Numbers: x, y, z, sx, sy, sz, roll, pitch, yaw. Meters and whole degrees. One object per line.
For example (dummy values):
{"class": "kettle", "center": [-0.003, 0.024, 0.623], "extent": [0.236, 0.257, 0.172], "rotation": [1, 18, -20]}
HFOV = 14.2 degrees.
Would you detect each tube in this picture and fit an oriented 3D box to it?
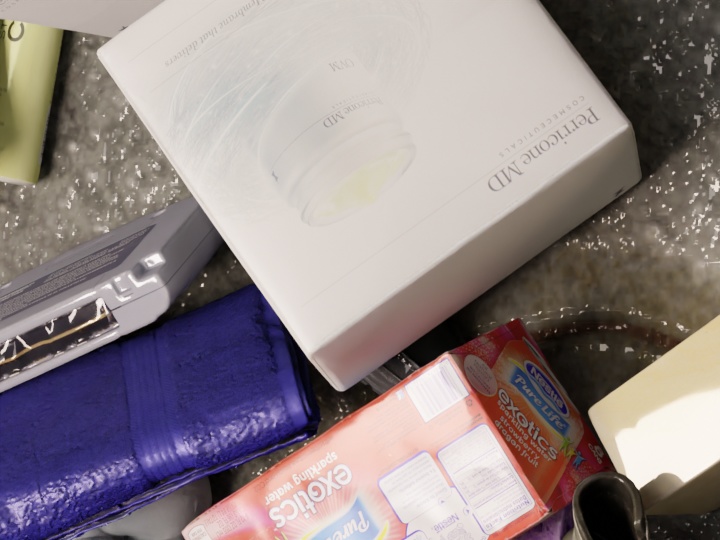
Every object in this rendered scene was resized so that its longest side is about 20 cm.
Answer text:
{"class": "tube", "center": [-0.208, -0.153, 1.780], "extent": [0.058, 0.052, 0.200], "rotation": [10, 88, 7]}

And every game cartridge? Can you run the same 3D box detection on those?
{"class": "game cartridge", "center": [-0.172, 0.020, 1.690], "extent": [0.200, 0.133, 0.041], "rotation": [-24, 108, 25]}

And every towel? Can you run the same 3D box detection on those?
{"class": "towel", "center": [-0.123, 0.086, 1.626], "extent": [0.200, 0.050, 0.148], "rotation": [-21, 28, 3]}

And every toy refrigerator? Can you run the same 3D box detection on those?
{"class": "toy refrigerator", "center": [0.217, 0.042, 1.451], "extent": [0.200, 0.076, 0.070], "rotation": [-38, 66, 28]}

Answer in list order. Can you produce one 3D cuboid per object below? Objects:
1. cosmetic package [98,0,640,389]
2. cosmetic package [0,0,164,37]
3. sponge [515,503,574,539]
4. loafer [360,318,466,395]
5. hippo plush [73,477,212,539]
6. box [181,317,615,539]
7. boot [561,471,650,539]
{"class": "cosmetic package", "center": [0.007, -0.080, 1.509], "extent": [0.199, 0.123, 0.200], "rotation": [-36, 77, 0]}
{"class": "cosmetic package", "center": [-0.115, -0.232, 1.627], "extent": [0.199, 0.200, 0.123], "rotation": [-33, 69, 29]}
{"class": "sponge", "center": [0.063, 0.195, 1.575], "extent": [0.112, 0.030, 0.200], "rotation": [5, 90, 35]}
{"class": "loafer", "center": [0.000, 0.000, 1.592], "extent": [0.201, 0.068, 0.070], "rotation": [47, 124, 13]}
{"class": "hippo plush", "center": [-0.138, 0.190, 1.674], "extent": [0.200, 0.159, 0.161], "rotation": [-27, 41, 17]}
{"class": "box", "center": [0.019, 0.121, 1.524], "extent": [0.200, 0.095, 0.100], "rotation": [-35, 83, 28]}
{"class": "boot", "center": [0.142, 0.207, 1.448], "extent": [0.068, 0.131, 0.200], "rotation": [-20, 74, -7]}
